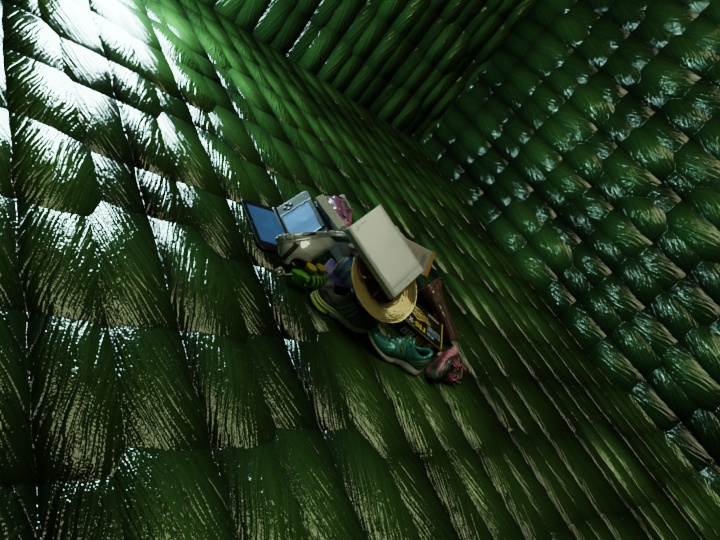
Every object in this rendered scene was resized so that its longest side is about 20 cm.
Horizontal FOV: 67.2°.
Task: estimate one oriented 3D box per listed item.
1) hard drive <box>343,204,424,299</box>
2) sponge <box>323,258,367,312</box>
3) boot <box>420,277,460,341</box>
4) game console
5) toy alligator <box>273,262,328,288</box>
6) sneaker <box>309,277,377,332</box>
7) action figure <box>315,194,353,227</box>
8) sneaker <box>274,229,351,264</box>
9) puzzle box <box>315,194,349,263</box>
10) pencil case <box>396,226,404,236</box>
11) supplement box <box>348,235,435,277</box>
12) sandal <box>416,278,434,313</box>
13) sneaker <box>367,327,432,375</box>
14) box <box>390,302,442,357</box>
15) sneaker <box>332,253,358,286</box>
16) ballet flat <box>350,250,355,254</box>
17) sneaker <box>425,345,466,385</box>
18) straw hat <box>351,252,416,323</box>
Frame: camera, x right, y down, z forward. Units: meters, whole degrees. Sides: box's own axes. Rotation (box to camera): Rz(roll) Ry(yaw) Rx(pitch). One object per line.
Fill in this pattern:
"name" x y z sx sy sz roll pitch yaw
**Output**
"hard drive" 0.061 -0.048 1.336 0.132 0.027 0.201 -38 96 -36
"sponge" -0.028 0.057 1.470 0.200 0.030 0.112 42 21 -1
"boot" 0.269 0.130 1.758 0.202 0.064 0.186 62 23 2
"game console" -0.197 -0.138 1.432 0.201 0.171 0.119 61 2 37
"toy alligator" -0.131 0.020 1.319 0.054 0.060 0.199 46 22 24
"sneaker" -0.028 0.089 1.348 0.199 0.081 0.074 29 26 -30
"action figure" -0.079 -0.150 1.675 0.201 0.133 0.150 55 -3 48
"sneaker" -0.114 -0.060 1.356 0.197 0.081 0.074 -8 4 -15
"puzzle box" -0.073 -0.099 1.510 0.134 0.025 0.201 55 -17 31
"pencil case" 0.151 -0.065 1.918 0.201 0.083 0.090 52 18 20
"supplement box" 0.082 -0.052 1.453 0.198 0.075 0.126 25 -8 -23
"sandal" 0.182 0.068 1.795 0.201 0.048 0.075 53 22 -11
"sneaker" 0.100 0.191 1.383 0.198 0.080 0.078 30 25 -27
"box" 0.154 0.147 1.595 0.199 0.049 0.160 41 24 -6
"sneaker" 0.000 0.000 1.492 0.082 0.074 0.199 44 28 15
"ballet flat" -0.007 -0.083 1.711 0.076 0.064 0.200 42 25 3
"sneaker" 0.247 0.277 1.500 0.096 0.079 0.199 58 26 8
"straw hat" 0.040 0.042 1.362 0.198 0.085 0.204 12 67 -30
